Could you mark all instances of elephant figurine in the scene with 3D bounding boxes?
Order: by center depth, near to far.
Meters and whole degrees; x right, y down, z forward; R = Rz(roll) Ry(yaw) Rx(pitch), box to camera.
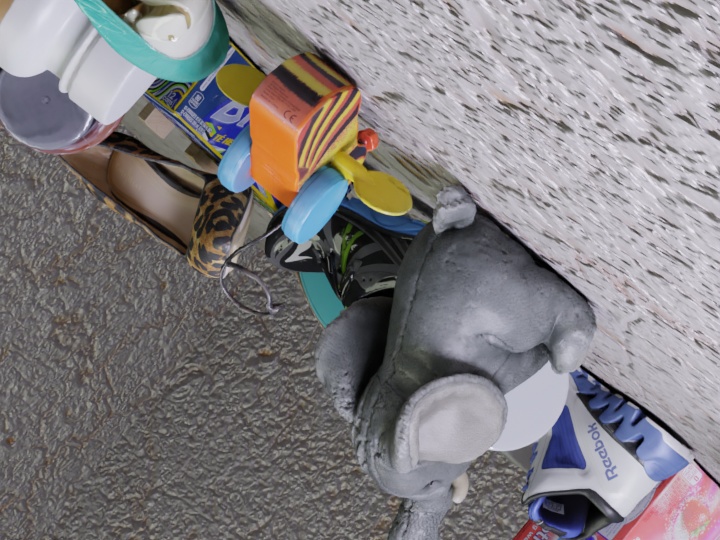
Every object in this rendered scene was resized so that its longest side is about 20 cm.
[{"bbox_3d":[0.042,0.074,1.208,0.155,0.200,0.141,39,177,-4],"label":"elephant figurine"}]

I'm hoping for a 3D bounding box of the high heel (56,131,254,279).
[{"bbox_3d":[-0.150,-0.051,1.416,0.141,0.072,0.200,19,-172,-11],"label":"high heel"}]

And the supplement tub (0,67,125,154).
[{"bbox_3d":[-0.208,-0.147,1.438,0.107,0.107,0.200,40,-165,-12],"label":"supplement tub"}]

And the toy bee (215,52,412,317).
[{"bbox_3d":[-0.033,-0.072,1.170,0.131,0.109,0.200,48,151,-6],"label":"toy bee"}]

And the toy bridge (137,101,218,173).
[{"bbox_3d":[-0.149,-0.140,1.630,0.027,0.067,0.200,41,178,-36],"label":"toy bridge"}]

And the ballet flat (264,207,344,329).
[{"bbox_3d":[-0.024,-0.027,1.548,0.065,0.070,0.201,8,-127,-61],"label":"ballet flat"}]

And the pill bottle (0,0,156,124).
[{"bbox_3d":[-0.209,-0.187,1.256,0.200,0.115,0.114,39,177,1],"label":"pill bottle"}]

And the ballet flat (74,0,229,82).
[{"bbox_3d":[-0.129,-0.165,1.135,0.070,0.068,0.200,15,161,46],"label":"ballet flat"}]

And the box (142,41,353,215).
[{"bbox_3d":[-0.082,-0.102,1.432,0.070,0.064,0.200,36,176,37],"label":"box"}]

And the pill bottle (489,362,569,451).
[{"bbox_3d":[0.078,0.067,1.477,0.114,0.114,0.200,40,177,-14],"label":"pill bottle"}]

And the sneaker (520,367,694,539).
[{"bbox_3d":[0.155,0.137,1.543,0.081,0.115,0.199,42,176,-33],"label":"sneaker"}]

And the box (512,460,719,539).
[{"bbox_3d":[0.193,0.228,1.584,0.095,0.200,0.102,43,174,-33],"label":"box"}]

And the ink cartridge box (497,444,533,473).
[{"bbox_3d":[0.079,0.071,1.760,0.200,0.084,0.145,42,176,-23],"label":"ink cartridge box"}]

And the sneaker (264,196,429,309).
[{"bbox_3d":[0.000,0.000,1.397,0.199,0.083,0.071,16,162,41],"label":"sneaker"}]
